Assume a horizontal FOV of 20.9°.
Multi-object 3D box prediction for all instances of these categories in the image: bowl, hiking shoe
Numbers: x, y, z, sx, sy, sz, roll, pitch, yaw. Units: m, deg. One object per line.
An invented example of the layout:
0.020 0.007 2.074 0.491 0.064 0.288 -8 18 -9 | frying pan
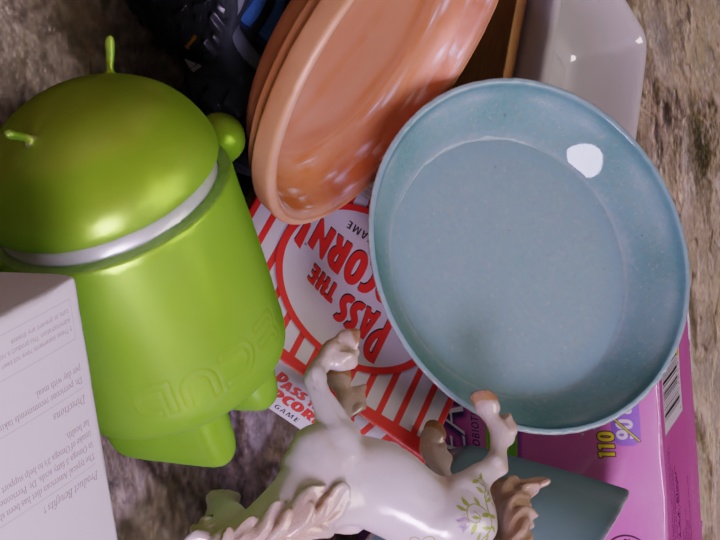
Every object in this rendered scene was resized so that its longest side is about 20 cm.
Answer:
0.050 0.176 1.078 0.201 0.105 0.201 -55 171 -12 | bowl
-0.066 -0.143 1.013 0.087 0.074 0.200 -53 148 -32 | hiking shoe

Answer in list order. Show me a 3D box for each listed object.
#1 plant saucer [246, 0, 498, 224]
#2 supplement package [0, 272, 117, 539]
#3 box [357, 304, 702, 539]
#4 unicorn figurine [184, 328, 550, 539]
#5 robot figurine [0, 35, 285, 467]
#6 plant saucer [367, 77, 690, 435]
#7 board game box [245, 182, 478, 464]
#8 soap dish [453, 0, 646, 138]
0.006 -0.115 0.994 0.200 0.037 0.200 -47 162 -20 | plant saucer
-0.176 0.111 0.781 0.117 0.117 0.200 -33 120 -58 | supplement package
0.099 0.096 1.202 0.097 0.200 0.176 -34 122 -64 | box
0.000 0.102 0.961 0.074 0.200 0.137 105 -3 -46 | unicorn figurine
-0.105 -0.003 0.909 0.176 0.116 0.200 -52 135 -40 | robot figurine
0.088 -0.006 1.076 0.200 0.036 0.200 7 73 -23 | plant saucer
0.000 0.000 1.092 0.151 0.046 0.200 34 51 -10 | board game box
0.114 -0.108 1.254 0.157 0.081 0.200 44 50 -48 | soap dish
